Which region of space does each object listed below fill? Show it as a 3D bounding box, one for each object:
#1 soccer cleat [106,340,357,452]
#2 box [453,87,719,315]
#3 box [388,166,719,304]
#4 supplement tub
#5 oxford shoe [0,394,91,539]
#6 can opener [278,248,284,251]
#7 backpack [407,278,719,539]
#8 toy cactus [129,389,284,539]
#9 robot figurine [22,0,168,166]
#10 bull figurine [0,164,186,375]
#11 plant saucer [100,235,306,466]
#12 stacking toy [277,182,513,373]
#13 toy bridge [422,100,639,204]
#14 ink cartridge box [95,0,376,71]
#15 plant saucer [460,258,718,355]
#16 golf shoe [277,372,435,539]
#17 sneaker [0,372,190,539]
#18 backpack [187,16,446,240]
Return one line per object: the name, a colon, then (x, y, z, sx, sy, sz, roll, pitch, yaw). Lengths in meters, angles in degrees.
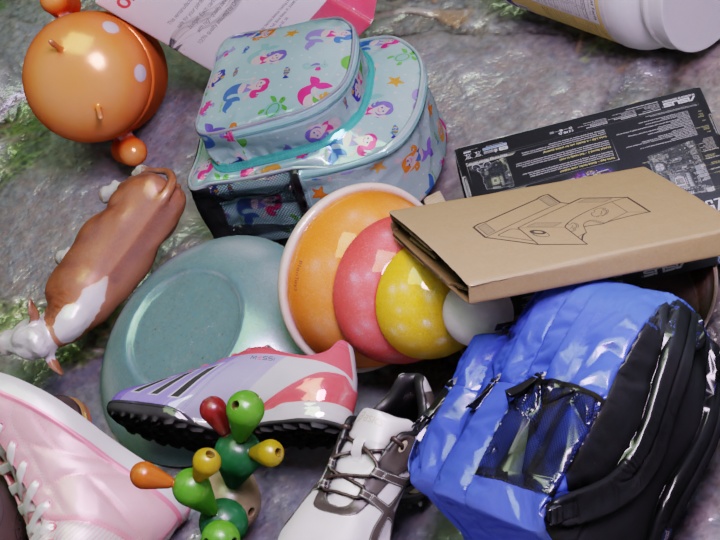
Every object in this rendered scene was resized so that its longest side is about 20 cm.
soccer cleat: (-0.093, 0.090, 1.516, 0.200, 0.068, 0.073, -3, 64, 26)
box: (0.182, -0.054, 1.554, 0.200, 0.044, 0.160, -15, 41, 2)
box: (0.139, -0.027, 1.418, 0.200, 0.021, 0.163, -10, 20, -15)
supplement tub: (0.214, -0.269, 1.731, 0.200, 0.145, 0.145, 26, 62, 39)
oxford shoe: (-0.263, 0.165, 1.562, 0.071, 0.073, 0.200, 1, 48, 25)
can opener: (0.000, 0.000, 1.638, 0.200, 0.053, 0.067, -12, 76, 14)
backpack: (0.139, 0.100, 1.367, 0.168, 0.163, 0.200, 19, 69, 35)
toy cactus: (-0.104, 0.175, 1.451, 0.102, 0.200, 0.165, 2, 9, 1)
robot figurine: (-0.231, -0.170, 1.812, 0.117, 0.144, 0.200, 11, 7, 2)
bull figurine: (-0.213, -0.004, 1.665, 0.200, 0.065, 0.121, -47, 18, 4)
plant saucer: (-0.128, 0.053, 1.601, 0.201, 0.039, 0.201, -15, 55, 23)
stacking toy: (0.044, 0.022, 1.487, 0.146, 0.146, 0.200, -40, 29, -17)
toy bridge: (0.153, -0.072, 1.650, 0.200, 0.027, 0.067, -24, 43, -1)
ink cartridge box: (-0.105, -0.247, 1.775, 0.145, 0.200, 0.084, -42, 27, 41)
plant saucer: (0.170, 0.030, 1.539, 0.200, 0.035, 0.200, -13, 43, 12)
golf shoe: (-0.005, 0.145, 1.422, 0.078, 0.095, 0.200, 12, 36, 24)
sneaker: (-0.231, 0.158, 1.503, 0.200, 0.075, 0.105, 33, 62, 0)
backpack: (-0.034, -0.116, 1.693, 0.200, 0.151, 0.178, -3, 43, 15)
